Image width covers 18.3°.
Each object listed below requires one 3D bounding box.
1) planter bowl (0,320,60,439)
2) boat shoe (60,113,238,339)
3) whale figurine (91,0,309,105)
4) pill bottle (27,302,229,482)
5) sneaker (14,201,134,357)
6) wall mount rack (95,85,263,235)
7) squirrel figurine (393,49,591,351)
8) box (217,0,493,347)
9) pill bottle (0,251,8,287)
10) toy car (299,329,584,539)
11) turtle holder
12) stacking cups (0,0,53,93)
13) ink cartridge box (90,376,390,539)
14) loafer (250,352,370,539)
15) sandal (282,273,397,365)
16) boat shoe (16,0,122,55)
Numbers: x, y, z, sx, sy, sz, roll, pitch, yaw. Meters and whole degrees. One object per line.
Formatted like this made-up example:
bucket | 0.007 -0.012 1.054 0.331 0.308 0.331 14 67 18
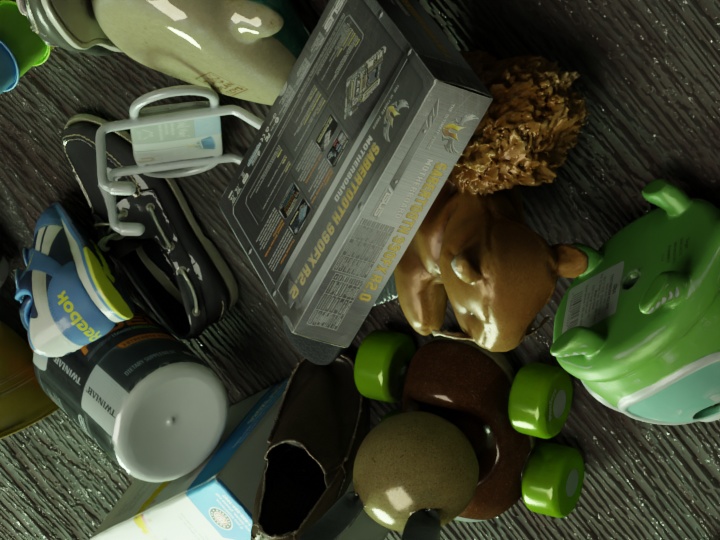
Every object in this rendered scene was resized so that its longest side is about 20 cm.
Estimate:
planter bowl | -0.347 0.091 1.910 0.200 0.200 0.084 -6 107 39
boat shoe | -0.174 -0.033 1.756 0.072 0.063 0.200 -20 112 45
whale figurine | -0.086 -0.178 1.554 0.199 0.104 0.159 28 163 -20
pill bottle | -0.198 0.083 1.809 0.200 0.106 0.107 34 148 49
sneaker | -0.238 0.007 1.762 0.074 0.082 0.200 49 -178 -22
wall mount rack | -0.102 -0.074 1.624 0.173 0.075 0.200 -7 167 -4
squirrel figurine | 0.074 -0.047 1.467 0.141 0.187 0.201 4 111 -18
box | -0.008 -0.077 1.467 0.048 0.159 0.201 15 116 -33
pill bottle | -0.392 -0.048 1.865 0.112 0.113 0.200 -15 116 43
toy car | 0.048 0.159 1.659 0.164 0.200 0.158 11 132 29
turtle holder | 0.222 0.021 1.481 0.132 0.141 0.186 40 101 -24
stacking cups | -0.284 -0.141 1.636 0.060 0.200 0.061 21 138 20
ink cartridge box | -0.092 0.204 1.844 0.147 0.145 0.200 49 138 -12
loafer | -0.037 0.142 1.713 0.073 0.201 0.071 8 150 7
sandal | -0.001 0.000 1.680 0.076 0.043 0.200 50 141 4
boat shoe | -0.211 -0.184 1.567 0.057 0.200 0.067 1 87 11
